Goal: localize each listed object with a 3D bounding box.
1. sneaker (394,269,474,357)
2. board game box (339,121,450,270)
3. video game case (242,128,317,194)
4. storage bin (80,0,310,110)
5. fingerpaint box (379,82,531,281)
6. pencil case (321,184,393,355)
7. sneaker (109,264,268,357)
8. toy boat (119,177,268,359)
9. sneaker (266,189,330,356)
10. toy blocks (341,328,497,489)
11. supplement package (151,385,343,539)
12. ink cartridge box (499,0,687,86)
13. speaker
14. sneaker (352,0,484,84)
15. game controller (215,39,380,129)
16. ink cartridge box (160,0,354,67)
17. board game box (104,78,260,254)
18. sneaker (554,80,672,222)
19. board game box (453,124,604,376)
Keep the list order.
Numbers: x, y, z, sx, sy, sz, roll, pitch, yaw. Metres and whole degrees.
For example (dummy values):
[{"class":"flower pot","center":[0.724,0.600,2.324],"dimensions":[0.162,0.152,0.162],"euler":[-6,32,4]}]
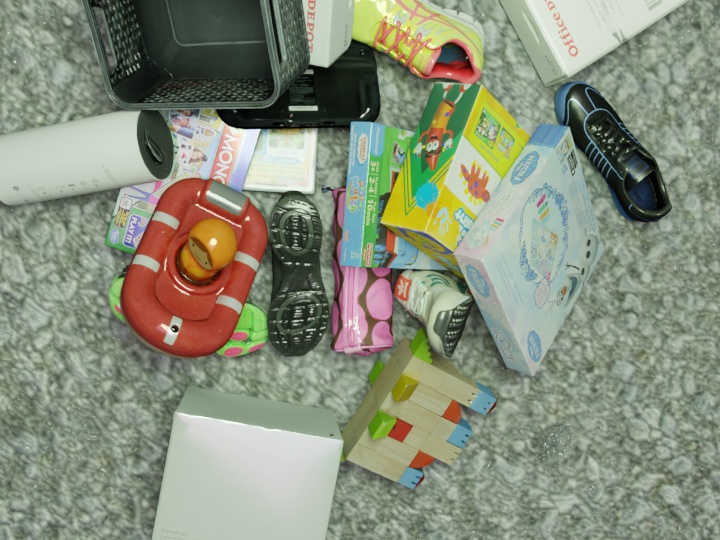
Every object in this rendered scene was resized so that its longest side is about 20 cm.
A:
[{"class":"sneaker","center":[0.077,0.041,0.941],"dimensions":[0.092,0.200,0.072],"euler":[21,100,10]},{"class":"board game box","center":[0.061,-0.079,0.951],"dimensions":[0.198,0.036,0.155],"euler":[1,95,-48]},{"class":"video game case","center":[-0.147,-0.189,0.983],"dimensions":[0.195,0.024,0.187],"euler":[3,94,-8]},{"class":"storage bin","center":[-0.161,-0.243,0.830],"dimensions":[0.196,0.094,0.138],"euler":[3,122,19]},{"class":"fingerpaint box","center":[0.130,-0.086,0.938],"dimensions":[0.199,0.073,0.170],"euler":[29,80,-46]},{"class":"pencil case","center":[0.000,0.000,0.977],"dimensions":[0.089,0.094,0.205],"euler":[-1,94,4]},{"class":"sneaker","center":[-0.191,0.037,0.963],"dimensions":[0.197,0.084,0.077],"euler":[24,114,-26]},{"class":"toy boat","center":[-0.165,-0.011,0.860],"dimensions":[0.129,0.131,0.203],"euler":[25,63,-15]},{"class":"sneaker","center":[-0.073,0.002,0.977],"dimensions":[0.074,0.091,0.204],"euler":[2,110,-7]},{"class":"toy blocks","center":[0.072,0.180,1.000],"dimensions":[0.135,0.100,0.202],"euler":[28,105,-20]},{"class":"supplement package","center":[-0.132,0.259,0.949],"dimensions":[0.187,0.147,0.205],"euler":[11,92,-7]},{"class":"ink cartridge box","center":[0.278,-0.339,0.994],"dimensions":[0.198,0.083,0.148],"euler":[-32,97,-4]},{"class":"speaker","center":[-0.305,-0.123,0.904],"dimensions":[0.196,0.081,0.083],"euler":[-8,95,17]},{"class":"sneaker","center":[0.060,-0.266,0.947],"dimensions":[0.196,0.079,0.092],"euler":[9,50,-17]},{"class":"game controller","center":[-0.071,-0.215,0.950],"dimensions":[0.195,0.042,0.107],"euler":[-4,87,-17]},{"class":"ink cartridge box","center":[-0.107,-0.313,0.876],"dimensions":[0.196,0.084,0.148],"euler":[14,123,11]},{"class":"board game box","center":[-0.201,-0.106,0.956],"dimensions":[0.132,0.029,0.204],"euler":[17,95,-8]},{"class":"sneaker","center":[0.314,-0.148,1.013],"dimensions":[0.070,0.078,0.201],"euler":[-37,97,-3]},{"class":"board game box","center":[0.199,-0.021,0.941],"dimensions":[0.200,0.043,0.201],"euler":[-54,135,-25]}]
